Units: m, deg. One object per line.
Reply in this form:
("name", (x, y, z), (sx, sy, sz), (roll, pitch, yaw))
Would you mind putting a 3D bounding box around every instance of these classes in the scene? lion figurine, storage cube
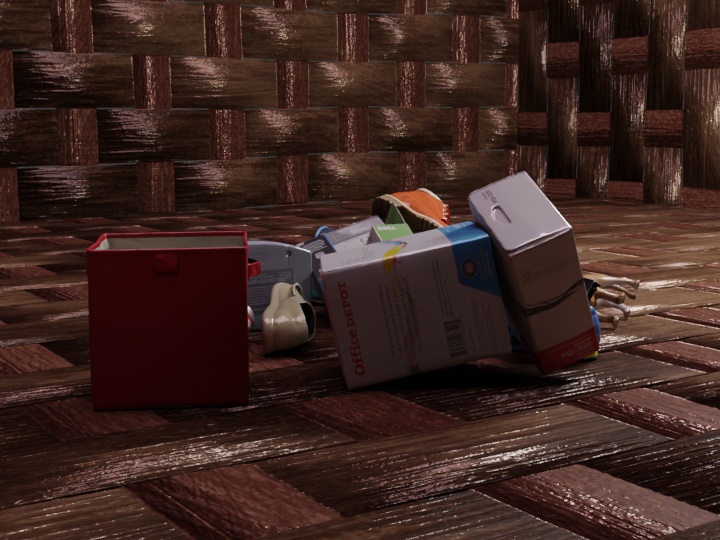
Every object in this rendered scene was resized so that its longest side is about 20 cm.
("lion figurine", (0.349, 0.037, 1.735), (0.122, 0.073, 0.200), (15, 8, 23))
("storage cube", (-0.215, 0.052, 1.314), (0.200, 0.180, 0.171), (-1, 8, -6))

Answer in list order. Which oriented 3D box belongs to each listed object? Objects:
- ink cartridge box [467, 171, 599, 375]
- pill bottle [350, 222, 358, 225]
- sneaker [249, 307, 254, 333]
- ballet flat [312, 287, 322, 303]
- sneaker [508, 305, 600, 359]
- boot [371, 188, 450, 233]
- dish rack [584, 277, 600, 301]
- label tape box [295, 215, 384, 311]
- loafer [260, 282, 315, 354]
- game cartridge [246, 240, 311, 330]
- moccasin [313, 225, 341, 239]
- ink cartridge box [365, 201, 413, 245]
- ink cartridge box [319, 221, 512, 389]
("ink cartridge box", (0.210, 0.002, 1.378), (0.085, 0.200, 0.146), (-25, 37, -2))
("pill bottle", (0.079, -0.032, 2.117), (0.200, 0.116, 0.116), (0, 8, 1))
("sneaker", (-0.248, 0.070, 1.560), (0.200, 0.078, 0.116), (-2, 7, -2))
("ballet flat", (-0.108, 0.021, 1.968), (0.200, 0.069, 0.069), (14, 15, 39))
("sneaker", (0.231, 0.070, 1.526), (0.200, 0.079, 0.066), (4, 11, 39))
("boot", (0.119, -0.073, 1.806), (0.107, 0.075, 0.200), (-17, 42, -34))
("dish rack", (0.224, -0.001, 1.579), (0.153, 0.055, 0.200), (16, -8, 42))
("label tape box", (0.000, 0.000, 1.738), (0.144, 0.063, 0.200), (-21, 30, -9))
("loafer", (-0.096, 0.069, 1.587), (0.068, 0.076, 0.200), (1, 17, 3))
("game cartridge", (-0.165, 0.023, 1.678), (0.200, 0.133, 0.040), (-5, 15, -31))
("moccasin", (-0.027, -0.025, 1.913), (0.068, 0.081, 0.200), (19, -5, 19))
("ink cartridge box", (0.045, 0.003, 1.596), (0.059, 0.104, 0.200), (-3, 42, -25))
("ink cartridge box", (0.061, 0.038, 1.375), (0.200, 0.147, 0.146), (-12, 10, -1))
